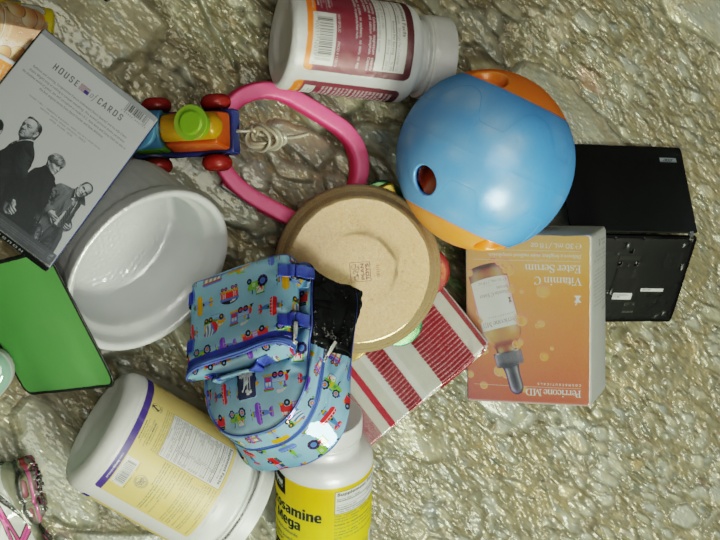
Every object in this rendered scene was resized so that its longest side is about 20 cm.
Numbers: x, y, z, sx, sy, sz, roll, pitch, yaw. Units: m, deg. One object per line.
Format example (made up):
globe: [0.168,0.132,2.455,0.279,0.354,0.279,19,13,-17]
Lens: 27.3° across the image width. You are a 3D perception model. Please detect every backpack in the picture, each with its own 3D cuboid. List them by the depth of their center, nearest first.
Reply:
backpack: [-0.098,0.106,1.591,0.134,0.182,0.202,30,55,-48]

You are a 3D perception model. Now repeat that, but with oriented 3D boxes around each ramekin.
ramekin: [-0.251,-0.023,1.603,0.200,0.098,0.201,-27,139,-26]

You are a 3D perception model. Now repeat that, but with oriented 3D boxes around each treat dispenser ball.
treat dispenser ball: [0.139,-0.123,1.652,0.199,0.201,0.203,-2,97,-17]

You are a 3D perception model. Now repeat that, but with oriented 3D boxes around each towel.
towel: [0.033,0.097,1.739,0.200,0.023,0.144,-39,81,4]

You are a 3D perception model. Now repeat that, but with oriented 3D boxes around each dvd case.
dvd case: [-0.318,-0.123,1.496,0.150,0.025,0.201,38,66,-13]

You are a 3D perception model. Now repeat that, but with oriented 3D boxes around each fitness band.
fitness band: [-0.084,-0.132,1.718,0.199,0.037,0.144,30,86,-19]

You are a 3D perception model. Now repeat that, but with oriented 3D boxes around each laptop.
laptop: [0.320,-0.045,1.869,0.176,0.103,0.201,0,121,-17]

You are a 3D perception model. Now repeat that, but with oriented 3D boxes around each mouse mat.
mouse mat: [-0.345,0.059,1.580,0.008,0.199,0.162,-36,107,-39]

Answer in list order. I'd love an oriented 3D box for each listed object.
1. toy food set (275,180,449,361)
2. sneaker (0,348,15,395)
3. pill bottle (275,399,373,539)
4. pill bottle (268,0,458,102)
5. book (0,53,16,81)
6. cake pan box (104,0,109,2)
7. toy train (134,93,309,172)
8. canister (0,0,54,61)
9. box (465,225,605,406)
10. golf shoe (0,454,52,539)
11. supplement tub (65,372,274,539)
toy food set: [0.000,0.000,1.703,0.197,0.049,0.201,-20,97,-1]
sneaker: [-0.460,0.147,1.586,0.199,0.118,0.074,-25,101,-15]
pill bottle: [-0.042,0.245,1.698,0.112,0.113,0.201,-8,121,-16]
pill bottle: [0.004,-0.253,1.691,0.198,0.114,0.115,5,94,-19]
book: [-0.400,-0.162,1.518,0.199,0.048,0.134,30,82,-20]
cake pan box: [-0.295,-0.381,1.547,0.052,0.184,0.201,-30,105,-8]
toy train: [-0.164,-0.155,1.612,0.198,0.116,0.085,-2,87,10]
canister: [-0.434,-0.227,1.572,0.199,0.086,0.150,8,94,-20]
box: [0.209,0.050,1.759,0.151,0.106,0.202,1,96,18]
golf shoe: [-0.385,0.312,1.656,0.091,0.073,0.202,-13,90,-10]
supplement tub: [-0.211,0.221,1.658,0.199,0.145,0.146,33,86,-18]
